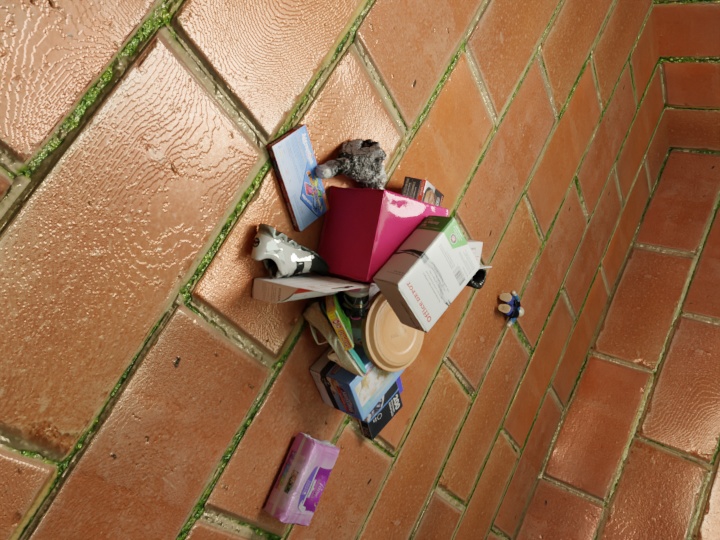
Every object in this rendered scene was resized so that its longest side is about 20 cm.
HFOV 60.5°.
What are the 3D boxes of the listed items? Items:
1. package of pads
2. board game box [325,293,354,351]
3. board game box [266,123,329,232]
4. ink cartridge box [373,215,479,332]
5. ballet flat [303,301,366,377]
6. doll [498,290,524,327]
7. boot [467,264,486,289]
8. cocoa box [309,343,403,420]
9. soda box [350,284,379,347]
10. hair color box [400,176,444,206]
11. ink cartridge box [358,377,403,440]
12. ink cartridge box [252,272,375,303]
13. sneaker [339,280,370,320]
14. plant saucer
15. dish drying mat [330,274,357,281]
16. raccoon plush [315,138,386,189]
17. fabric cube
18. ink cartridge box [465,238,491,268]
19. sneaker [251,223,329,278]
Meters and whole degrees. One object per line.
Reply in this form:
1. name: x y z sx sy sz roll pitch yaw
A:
1. package of pads: -0.136 0.496 1.470 0.120 0.075 0.201 36 74 -49
2. board game box: -0.049 0.093 1.376 0.200 0.030 0.096 -97 163 -70
3. board game box: -0.127 -0.192 1.293 0.103 0.019 0.201 -42 132 -34
4. ink cartridge box: 0.139 0.005 1.283 0.200 0.083 0.147 -47 124 -22
5. ballet flat: -0.061 0.164 1.397 0.062 0.201 0.067 -33 175 6
6. doll: 0.548 0.139 2.235 0.200 0.048 0.137 22 75 -59
7. boot: 0.241 0.023 1.716 0.211 0.157 0.080 -27 122 -44
8. cocoa box: 0.001 0.236 1.507 0.200 0.131 0.134 -45 134 -33
9. soda box: 0.034 0.095 1.509 0.200 0.068 0.064 -51 138 -38
10. hair color box: 0.155 -0.169 1.579 0.200 0.061 0.102 9 96 -69
11. ink cartridge box: 0.060 0.326 1.687 0.200 0.043 0.199 -43 132 -36
12. ink cartridge box: -0.097 0.043 1.262 0.162 0.199 0.057 -6 107 -50
13. sneaker: -0.017 0.068 1.404 0.200 0.080 0.087 -61 150 -88
14. plant saucer: 0.084 0.139 1.461 0.199 0.032 0.202 2 88 -41
15. dish drying mat: 0.000 0.000 1.520 0.200 0.018 0.077 16 89 -53
16. raccoon plush: -0.020 -0.210 1.390 0.199 0.097 0.135 -23 132 -23
17. fabric cube: 0.045 -0.070 1.376 0.198 0.199 0.198 9 94 -39
18. ink cartridge box: 0.249 -0.054 1.666 0.116 0.199 0.068 -6 107 -51
19. sneaker: -0.151 -0.018 1.283 0.200 0.074 0.089 29 78 -42
